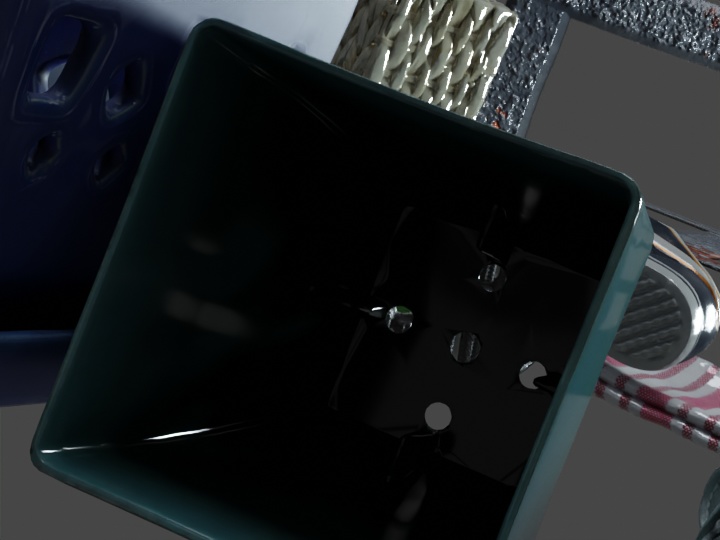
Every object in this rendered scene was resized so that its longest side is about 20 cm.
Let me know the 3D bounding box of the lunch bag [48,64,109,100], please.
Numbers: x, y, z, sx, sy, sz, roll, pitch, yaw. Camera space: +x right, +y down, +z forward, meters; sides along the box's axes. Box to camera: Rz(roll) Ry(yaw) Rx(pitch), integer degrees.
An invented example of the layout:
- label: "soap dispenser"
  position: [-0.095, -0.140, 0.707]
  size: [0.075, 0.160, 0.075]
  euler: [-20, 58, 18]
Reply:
- label: "lunch bag"
  position: [-0.179, -0.104, 0.907]
  size: [0.199, 0.161, 0.076]
  euler: [16, 9, -19]

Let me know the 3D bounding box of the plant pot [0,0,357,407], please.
- label: "plant pot"
  position: [-0.142, -0.061, 0.644]
  size: [0.199, 0.181, 0.200]
  euler: [21, 7, 23]

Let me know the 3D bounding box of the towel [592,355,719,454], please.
- label: "towel"
  position: [0.216, 0.082, 1.088]
  size: [0.199, 0.030, 0.146]
  euler: [25, 10, 27]

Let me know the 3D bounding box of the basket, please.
- label: "basket"
  position: [0.006, -0.138, 1.449]
  size: [0.135, 0.201, 0.123]
  euler: [12, 16, -41]

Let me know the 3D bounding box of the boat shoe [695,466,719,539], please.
- label: "boat shoe"
  position: [0.149, 0.101, 0.662]
  size: [0.071, 0.070, 0.201]
  euler: [23, 10, -18]

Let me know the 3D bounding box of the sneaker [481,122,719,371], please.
- label: "sneaker"
  position: [0.113, -0.013, 1.103]
  size: [0.200, 0.079, 0.079]
  euler: [40, 22, 23]

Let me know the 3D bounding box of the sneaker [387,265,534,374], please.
- label: "sneaker"
  position: [0.000, 0.000, 0.967]
  size: [0.200, 0.076, 0.115]
  euler: [10, 9, -45]

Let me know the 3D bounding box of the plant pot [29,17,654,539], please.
- label: "plant pot"
  position: [0.015, 0.024, 0.654]
  size: [0.141, 0.142, 0.200]
  euler: [22, 1, 15]
